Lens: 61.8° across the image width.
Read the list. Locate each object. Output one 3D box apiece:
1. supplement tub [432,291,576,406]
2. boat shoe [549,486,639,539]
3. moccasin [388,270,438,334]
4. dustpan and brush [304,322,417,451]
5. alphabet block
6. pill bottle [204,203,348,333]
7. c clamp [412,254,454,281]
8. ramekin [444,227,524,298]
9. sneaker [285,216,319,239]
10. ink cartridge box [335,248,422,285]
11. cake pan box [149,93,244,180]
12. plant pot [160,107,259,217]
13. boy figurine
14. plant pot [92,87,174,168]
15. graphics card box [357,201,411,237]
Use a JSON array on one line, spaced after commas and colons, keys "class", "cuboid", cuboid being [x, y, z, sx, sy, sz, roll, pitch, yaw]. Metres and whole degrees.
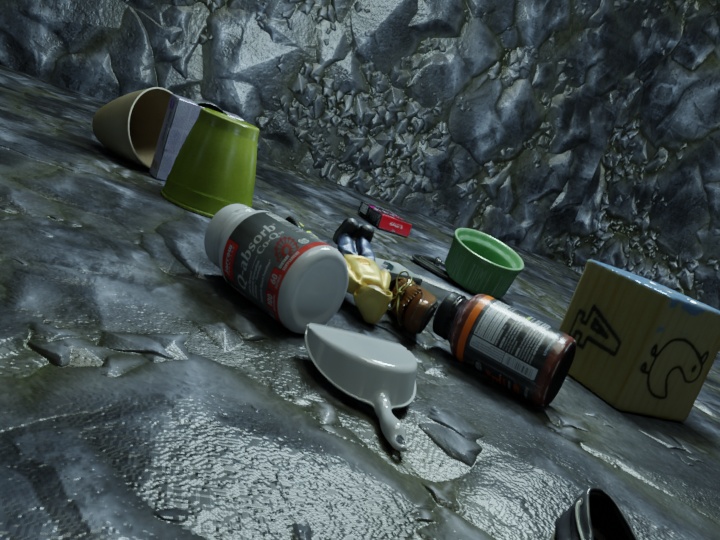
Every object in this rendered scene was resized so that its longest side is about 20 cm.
[{"class": "supplement tub", "cuboid": [0.204, 0.104, 0.878, 0.197, 0.110, 0.106, 28, 14, 31]}, {"class": "boat shoe", "cuboid": [0.175, 0.220, 0.409, 0.071, 0.064, 0.200, 21, 12, 2]}, {"class": "moccasin", "cuboid": [0.076, 0.046, 0.967, 0.077, 0.075, 0.202, 33, 10, -8]}, {"class": "dustpan and brush", "cuboid": [0.017, 0.121, 0.635, 0.136, 0.059, 0.200, 15, 6, -19]}, {"class": "alphabet block", "cuboid": [0.490, 0.122, 1.072, 0.191, 0.205, 0.196, 14, 13, -25]}, {"class": "pill bottle", "cuboid": [-0.118, -0.010, 0.803, 0.198, 0.119, 0.114, 29, 14, 38]}, {"class": "c clamp", "cuboid": [0.238, 0.002, 1.623, 0.198, 0.028, 0.168, 32, 21, 37]}, {"class": "ramekin", "cuboid": [0.312, -0.016, 1.551, 0.195, 0.100, 0.201, 20, 25, -9]}, {"class": "sneaker", "cuboid": [-0.092, -0.027, 1.067, 0.075, 0.076, 0.201, 20, 20, -39]}, {"class": "ink cartridge box", "cuboid": [0.002, -0.012, 1.209, 0.196, 0.045, 0.173, 12, 16, -39]}, {"class": "cake pan box", "cuboid": [-0.385, -0.299, 1.427, 0.181, 0.205, 0.052, 5, 22, -45]}, {"class": "plant pot", "cuboid": [-0.300, -0.228, 1.274, 0.195, 0.198, 0.201, 20, 11, -4]}, {"class": "boy figurine", "cuboid": [0.000, 0.000, 0.966, 0.122, 0.065, 0.202, 22, 30, -26]}, {"class": "plant pot", "cuboid": [-0.555, -0.349, 1.472, 0.195, 0.193, 0.186, 10, 5, 30]}, {"class": "graphics card box", "cuboid": [0.082, -0.180, 2.095, 0.123, 0.052, 0.200, 15, 12, -26]}]
